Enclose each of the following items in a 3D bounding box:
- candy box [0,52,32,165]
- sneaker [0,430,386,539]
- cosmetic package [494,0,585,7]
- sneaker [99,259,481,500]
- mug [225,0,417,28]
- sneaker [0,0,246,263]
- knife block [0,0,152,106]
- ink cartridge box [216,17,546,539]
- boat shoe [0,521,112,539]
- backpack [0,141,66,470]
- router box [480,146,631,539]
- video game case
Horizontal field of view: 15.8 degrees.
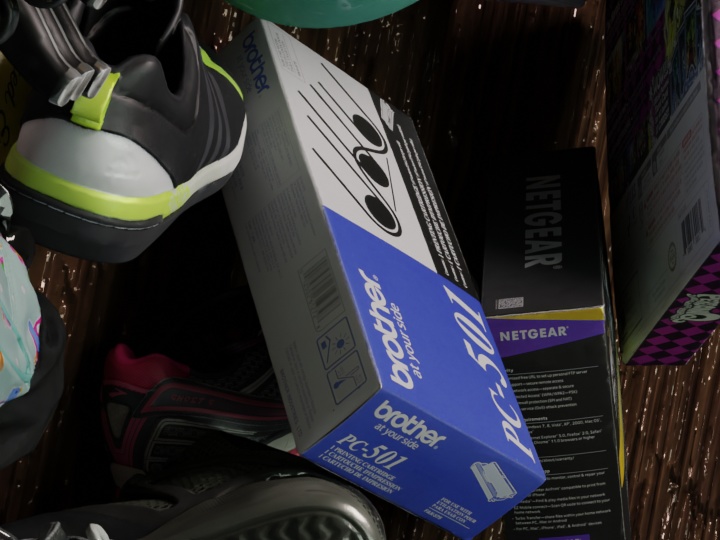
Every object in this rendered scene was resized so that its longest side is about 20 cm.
[{"bbox_3d":[-0.189,-0.083,0.816,0.200,0.061,0.137,25,78,-52],"label":"candy box"},{"bbox_3d":[-0.087,0.111,0.929,0.114,0.198,0.077,-73,149,-84],"label":"sneaker"},{"bbox_3d":[0.053,-0.217,1.089,0.101,0.071,0.201,3,94,-54],"label":"cosmetic package"},{"bbox_3d":[-0.021,0.033,1.039,0.200,0.080,0.075,-33,120,-43],"label":"sneaker"},{"bbox_3d":[-0.006,-0.180,0.957,0.114,0.152,0.186,46,61,-49],"label":"mug"},{"bbox_3d":[-0.070,-0.068,0.892,0.200,0.071,0.083,-79,-173,-70],"label":"sneaker"},{"bbox_3d":[-0.130,-0.148,0.771,0.176,0.064,0.200,42,22,-41],"label":"knife block"},{"bbox_3d":[0.000,0.000,0.976,0.094,0.044,0.200,31,29,-40],"label":"ink cartridge box"},{"bbox_3d":[-0.104,0.111,0.839,0.199,0.074,0.068,36,82,-4],"label":"boat shoe"},{"bbox_3d":[-0.170,-0.008,0.709,0.166,0.127,0.200,-30,138,-11],"label":"backpack"},{"bbox_3d":[0.086,0.053,1.121,0.200,0.052,0.158,-79,163,-69],"label":"router box"},{"bbox_3d":[0.141,-0.071,1.107,0.200,0.036,0.182,108,-18,-72],"label":"video game case"}]
